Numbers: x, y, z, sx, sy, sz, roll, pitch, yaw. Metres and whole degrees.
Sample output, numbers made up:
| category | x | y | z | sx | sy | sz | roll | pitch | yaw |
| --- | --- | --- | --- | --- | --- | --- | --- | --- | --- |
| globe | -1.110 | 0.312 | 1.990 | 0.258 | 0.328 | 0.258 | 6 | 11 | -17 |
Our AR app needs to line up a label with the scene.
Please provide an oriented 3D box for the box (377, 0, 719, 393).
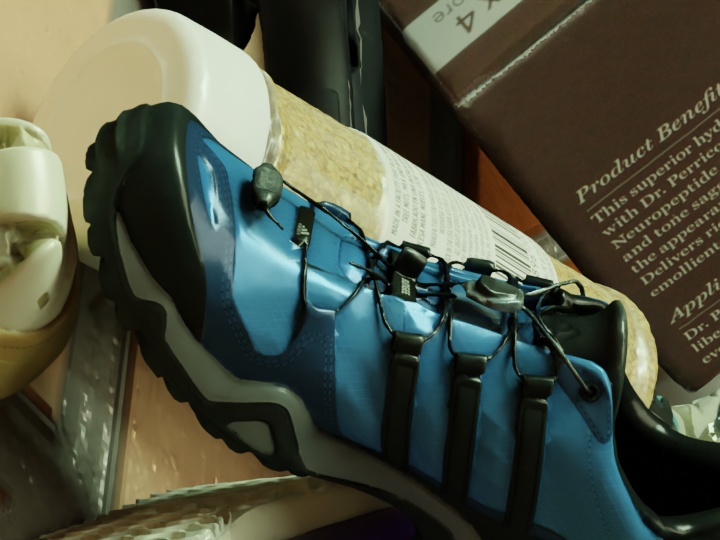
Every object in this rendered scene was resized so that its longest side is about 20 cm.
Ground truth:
| category | x | y | z | sx | sy | sz | roll | pitch | yaw |
| --- | --- | --- | --- | --- | --- | --- | --- | --- | --- |
| box | 0.100 | -0.100 | 0.897 | 0.200 | 0.166 | 0.164 | 48 | 6 | -48 |

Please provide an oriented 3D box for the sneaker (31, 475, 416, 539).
| category | x | y | z | sx | sy | sz | roll | pitch | yaw |
| --- | --- | --- | --- | --- | --- | --- | --- | --- | --- |
| sneaker | -0.032 | 0.106 | 0.654 | 0.200 | 0.069 | 0.100 | -10 | 91 | -63 |

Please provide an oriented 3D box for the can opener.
| category | x | y | z | sx | sy | sz | roll | pitch | yaw |
| --- | --- | --- | --- | --- | --- | --- | --- | --- | --- |
| can opener | -0.013 | -0.049 | 0.792 | 0.063 | 0.078 | 0.201 | -25 | 110 | -60 |

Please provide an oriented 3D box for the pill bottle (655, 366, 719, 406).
| category | x | y | z | sx | sy | sz | roll | pitch | yaw |
| --- | --- | --- | --- | --- | --- | --- | --- | --- | --- |
| pill bottle | 0.148 | 0.109 | 1.024 | 0.104 | 0.104 | 0.201 | 26 | 52 | -62 |

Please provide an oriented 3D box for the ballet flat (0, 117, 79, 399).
| category | x | y | z | sx | sy | sz | roll | pitch | yaw |
| --- | --- | --- | --- | --- | --- | --- | --- | --- | --- |
| ballet flat | -0.099 | -0.013 | 0.564 | 0.200 | 0.063 | 0.069 | 22 | 56 | -64 |

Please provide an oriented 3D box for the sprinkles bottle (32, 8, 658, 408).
| category | x | y | z | sx | sy | sz | roll | pitch | yaw |
| --- | --- | --- | --- | --- | --- | --- | --- | --- | --- |
| sprinkles bottle | 0.000 | 0.000 | 0.726 | 0.200 | 0.068 | 0.068 | 30 | 47 | -40 |

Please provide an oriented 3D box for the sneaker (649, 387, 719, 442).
| category | x | y | z | sx | sy | sz | roll | pitch | yaw |
| --- | --- | --- | --- | --- | --- | --- | --- | --- | --- |
| sneaker | 0.105 | 0.084 | 0.918 | 0.200 | 0.086 | 0.078 | 17 | 51 | -41 |

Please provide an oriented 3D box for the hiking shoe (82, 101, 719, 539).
| category | x | y | z | sx | sy | sz | roll | pitch | yaw |
| --- | --- | --- | --- | --- | --- | --- | --- | --- | --- |
| hiking shoe | 0.020 | 0.018 | 0.629 | 0.200 | 0.087 | 0.074 | 42 | 27 | -28 |
